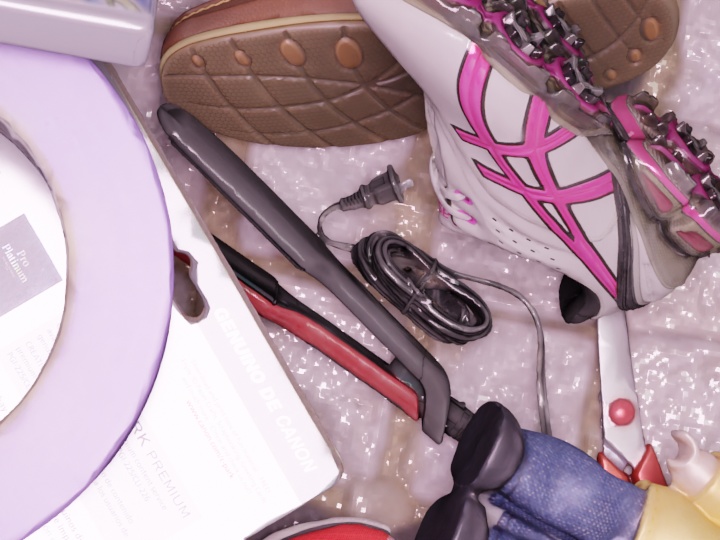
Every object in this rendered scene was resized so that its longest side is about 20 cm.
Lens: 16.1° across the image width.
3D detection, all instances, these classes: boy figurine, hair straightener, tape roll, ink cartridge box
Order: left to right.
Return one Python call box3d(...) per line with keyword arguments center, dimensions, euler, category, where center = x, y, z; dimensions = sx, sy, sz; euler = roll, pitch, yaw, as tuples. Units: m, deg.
box3d(center=(-0.161, 0.002, 0.855), dimensions=(0.198, 0.085, 0.202), euler=(0, 86, -4), category="tape roll")
box3d(center=(-0.127, 0.037, 0.940), dimensions=(0.175, 0.084, 0.201), euler=(-30, 89, -5), category="ink cartridge box")
box3d(center=(0.000, 0.000, 0.972), dimensions=(0.200, 0.041, 0.077), euler=(38, 101, -4), category="hair straightener")
box3d(center=(0.117, 0.129, 0.958), dimensions=(0.199, 0.064, 0.125), euler=(29, 84, -9), category="boy figurine")

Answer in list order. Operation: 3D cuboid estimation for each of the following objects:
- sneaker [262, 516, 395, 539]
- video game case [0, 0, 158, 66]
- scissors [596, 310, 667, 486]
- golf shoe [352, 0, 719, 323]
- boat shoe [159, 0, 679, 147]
box3d(center=(-0.062, 0.161, 0.939), dimensions=(0.199, 0.085, 0.077), euler=(-31, 90, -8), category="sneaker")
box3d(center=(-0.160, -0.155, 0.847), dimensions=(0.198, 0.022, 0.183), euler=(10, 49, -9), category="video game case")
box3d(center=(0.098, 0.069, 1.001), dimensions=(0.073, 0.014, 0.201), euler=(-19, 89, -7), category="scissors")
box3d(center=(0.055, -0.047, 0.934), dimensions=(0.092, 0.073, 0.200), euler=(-37, 123, 20), category="golf shoe")
box3d(center=(0.020, -0.099, 0.987), dimensions=(0.198, 0.072, 0.068), euler=(-10, 53, 1), category="boat shoe")
